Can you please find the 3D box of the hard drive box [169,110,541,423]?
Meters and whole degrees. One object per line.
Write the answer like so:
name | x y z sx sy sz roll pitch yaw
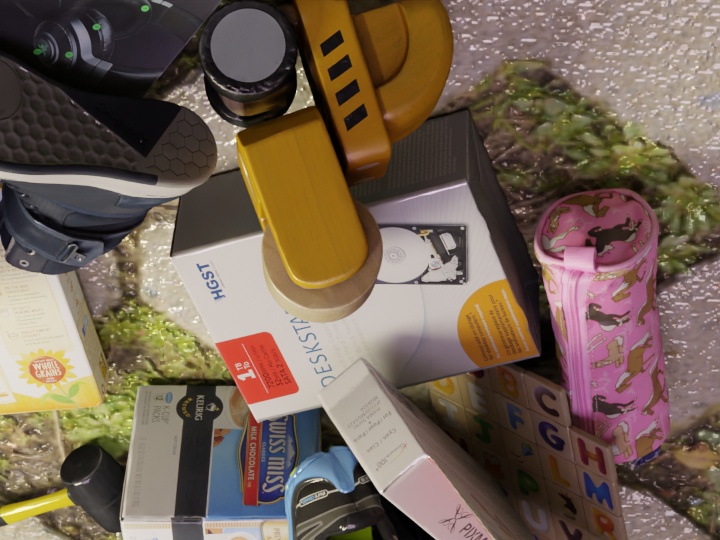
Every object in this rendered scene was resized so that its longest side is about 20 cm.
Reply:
hard drive box | 0.000 0.000 1.486 0.199 0.077 0.156 -14 128 16

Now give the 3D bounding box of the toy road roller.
toy road roller | -0.006 -0.081 1.348 0.146 0.201 0.123 -17 175 -3

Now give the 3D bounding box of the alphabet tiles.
alphabet tiles | 0.113 0.134 1.571 0.166 0.006 0.200 27 145 38

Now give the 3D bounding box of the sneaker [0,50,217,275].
sneaker | -0.205 -0.059 1.326 0.202 0.077 0.146 15 152 -31

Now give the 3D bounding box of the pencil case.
pencil case | 0.158 0.039 1.500 0.083 0.087 0.200 -14 132 -6

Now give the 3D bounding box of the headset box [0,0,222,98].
headset box | -0.165 -0.193 1.287 0.200 0.093 0.174 18 132 -32

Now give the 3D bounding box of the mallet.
mallet | -0.248 0.184 1.692 0.200 0.041 0.066 -23 129 28

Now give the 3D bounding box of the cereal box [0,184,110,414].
cereal box | -0.261 0.015 1.536 0.143 0.040 0.200 -4 130 10

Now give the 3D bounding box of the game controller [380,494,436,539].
game controller | 0.059 0.194 1.572 0.104 0.200 0.042 24 114 -44

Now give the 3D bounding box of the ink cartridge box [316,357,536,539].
ink cartridge box | 0.070 0.163 1.482 0.045 0.176 0.200 -40 141 5

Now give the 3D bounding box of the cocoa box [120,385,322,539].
cocoa box | -0.091 0.194 1.622 0.131 0.134 0.200 0 131 2

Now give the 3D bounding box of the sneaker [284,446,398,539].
sneaker | -0.008 0.202 1.497 0.071 0.083 0.200 -19 136 -14
